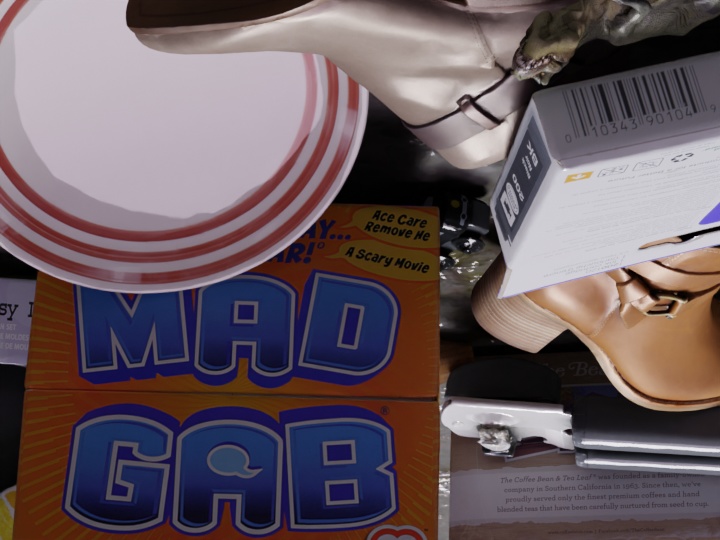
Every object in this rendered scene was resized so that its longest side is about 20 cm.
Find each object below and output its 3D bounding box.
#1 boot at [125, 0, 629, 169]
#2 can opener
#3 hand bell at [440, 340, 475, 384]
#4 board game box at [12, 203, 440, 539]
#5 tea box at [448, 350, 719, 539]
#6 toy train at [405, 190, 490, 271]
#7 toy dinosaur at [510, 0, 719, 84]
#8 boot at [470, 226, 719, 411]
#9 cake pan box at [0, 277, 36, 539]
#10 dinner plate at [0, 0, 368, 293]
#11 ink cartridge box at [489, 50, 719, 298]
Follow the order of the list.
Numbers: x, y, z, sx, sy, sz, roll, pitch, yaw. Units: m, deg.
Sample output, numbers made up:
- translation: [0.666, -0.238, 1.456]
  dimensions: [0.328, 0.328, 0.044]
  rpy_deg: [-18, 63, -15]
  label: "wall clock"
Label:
- translation: [0.018, -0.098, 0.888]
  dimensions: [0.199, 0.071, 0.146]
  rpy_deg: [-16, 139, 17]
  label: "boot"
- translation: [0.144, 0.086, 1.216]
  dimensions: [0.199, 0.067, 0.053]
  rpy_deg: [6, 153, 14]
  label: "can opener"
- translation: [-0.027, 0.070, 1.274]
  dimensions: [0.199, 0.105, 0.104]
  rpy_deg: [-12, 154, 1]
  label: "hand bell"
- translation: [-0.062, 0.092, 1.055]
  dimensions: [0.199, 0.201, 0.200]
  rpy_deg: [2, 160, 0]
  label: "board game box"
- translation: [0.169, 0.146, 1.325]
  dimensions: [0.199, 0.134, 0.197]
  rpy_deg: [-3, 153, 13]
  label: "tea box"
- translation: [0.000, 0.000, 1.154]
  dimensions: [0.046, 0.034, 0.200]
  rpy_deg: [20, 149, -28]
  label: "toy train"
- translation: [0.144, -0.130, 0.837]
  dimensions: [0.199, 0.048, 0.088]
  rpy_deg: [-14, 137, -24]
  label: "toy dinosaur"
- translation: [0.177, 0.004, 1.118]
  dimensions: [0.199, 0.077, 0.155]
  rpy_deg: [21, 146, -19]
  label: "boot"
- translation: [-0.172, 0.098, 1.197]
  dimensions: [0.199, 0.185, 0.052]
  rpy_deg: [5, 172, 0]
  label: "cake pan box"
- translation: [-0.096, -0.078, 0.928]
  dimensions: [0.199, 0.024, 0.201]
  rpy_deg: [-6, 125, -8]
  label: "dinner plate"
- translation: [0.162, -0.052, 0.941]
  dimensions: [0.197, 0.044, 0.200]
  rpy_deg: [-13, 165, -8]
  label: "ink cartridge box"
